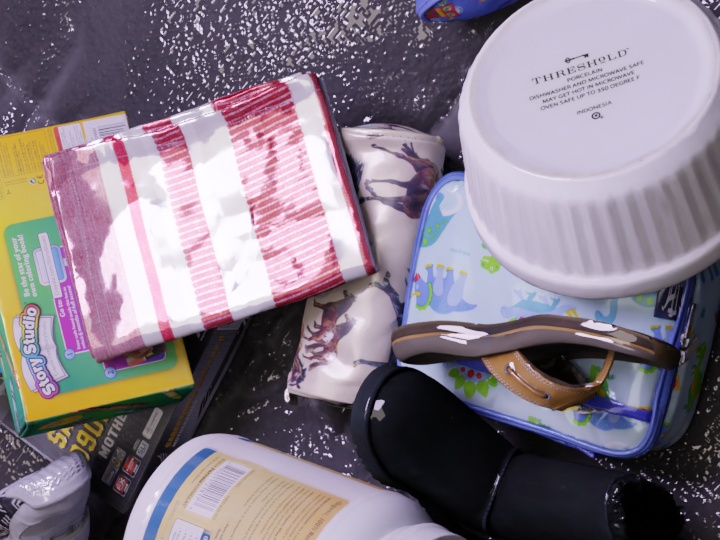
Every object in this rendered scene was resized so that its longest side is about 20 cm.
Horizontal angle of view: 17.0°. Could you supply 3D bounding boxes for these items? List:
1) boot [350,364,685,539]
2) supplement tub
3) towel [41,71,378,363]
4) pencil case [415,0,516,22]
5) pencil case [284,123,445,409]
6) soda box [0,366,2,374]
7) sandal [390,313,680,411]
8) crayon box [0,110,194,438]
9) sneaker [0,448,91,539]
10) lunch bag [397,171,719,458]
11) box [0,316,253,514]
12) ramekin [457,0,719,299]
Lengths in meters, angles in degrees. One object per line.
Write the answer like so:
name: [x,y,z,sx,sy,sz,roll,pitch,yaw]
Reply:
boot: [0.102,0.133,1.505,0.162,0.198,0.073,11,64,37]
supplement tub: [-0.037,0.196,1.524,0.200,0.145,0.145,17,98,36]
towel: [-0.102,-0.036,1.583,0.200,0.023,0.144,-17,83,10]
pencil case: [0.058,-0.265,1.586,0.087,0.078,0.201,-16,83,29]
pencil case: [0.000,0.000,1.615,0.089,0.078,0.201,12,95,31]
soda box: [-0.297,-0.019,1.683,0.064,0.068,0.200,-27,100,25]
sandal: [0.104,0.058,1.467,0.200,0.082,0.055,-1,80,32]
crayon box: [-0.196,0.002,1.638,0.118,0.058,0.201,-12,81,-17]
sneaker: [-0.208,0.201,1.692,0.115,0.075,0.200,57,153,6]
lunch bag: [0.127,0.029,1.550,0.200,0.082,0.161,19,101,27]
box: [-0.172,0.047,1.721,0.158,0.048,0.200,34,104,23]
ramekin: [0.151,-0.089,1.474,0.202,0.094,0.203,-10,53,13]
